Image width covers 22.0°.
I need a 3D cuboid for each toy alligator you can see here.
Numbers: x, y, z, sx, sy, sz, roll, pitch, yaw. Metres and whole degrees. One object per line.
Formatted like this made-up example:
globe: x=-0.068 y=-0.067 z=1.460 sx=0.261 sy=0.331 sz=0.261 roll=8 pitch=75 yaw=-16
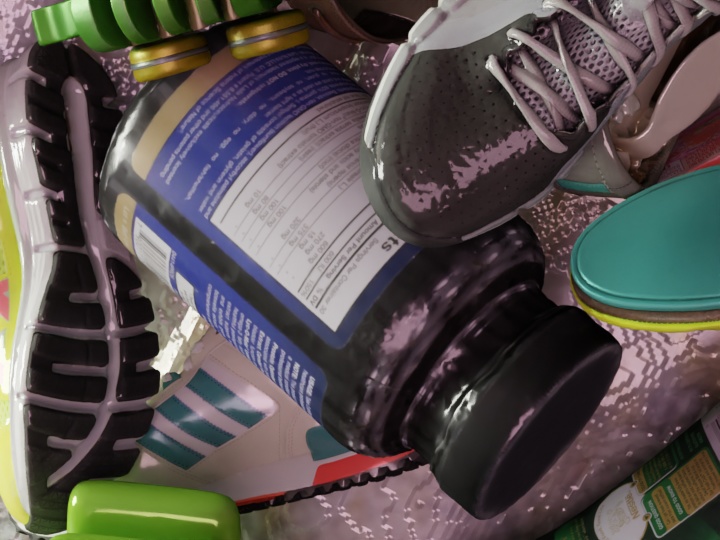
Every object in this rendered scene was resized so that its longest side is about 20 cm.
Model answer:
toy alligator: x=-0.035 y=-0.108 z=0.660 sx=0.198 sy=0.054 sz=0.060 roll=-11 pitch=101 yaw=16

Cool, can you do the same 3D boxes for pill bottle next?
pill bottle: x=0.000 y=0.000 z=0.723 sx=0.200 sy=0.112 sz=0.112 roll=41 pitch=106 yaw=20

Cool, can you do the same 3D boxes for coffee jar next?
coffee jar: x=0.131 y=0.135 z=0.784 sx=0.199 sy=0.086 sz=0.104 roll=-37 pitch=117 yaw=14

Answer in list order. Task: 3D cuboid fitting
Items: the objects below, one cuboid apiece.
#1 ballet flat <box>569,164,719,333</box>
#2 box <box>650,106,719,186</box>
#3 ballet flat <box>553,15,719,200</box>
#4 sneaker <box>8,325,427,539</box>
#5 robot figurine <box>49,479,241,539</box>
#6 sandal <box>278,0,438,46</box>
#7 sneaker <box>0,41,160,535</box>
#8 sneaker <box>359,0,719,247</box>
ballet flat: x=0.175 y=-0.013 z=0.660 sx=0.198 sy=0.067 sz=0.067 roll=-21 pitch=141 yaw=20
box: x=0.220 y=-0.047 z=0.730 sx=0.199 sy=0.095 sz=0.103 roll=-30 pitch=99 yaw=12
ballet flat: x=0.133 y=-0.114 z=0.708 sx=0.067 sy=0.063 sz=0.201 roll=36 pitch=80 yaw=-38
sneaker: x=-0.063 y=0.060 z=0.810 sx=0.198 sy=0.070 sz=0.095 roll=-14 pitch=82 yaw=12
robot figurine: x=-0.088 y=0.187 z=0.744 sx=0.114 sy=0.176 sz=0.202 roll=5 pitch=111 yaw=2
sandal: x=0.010 y=-0.125 z=0.753 sx=0.199 sy=0.057 sz=0.081 roll=16 pitch=105 yaw=2
sneaker: x=-0.142 y=0.011 z=0.781 sx=0.090 sy=0.078 sz=0.203 roll=-11 pitch=76 yaw=33
sneaker: x=0.084 y=-0.089 z=0.606 sx=0.200 sy=0.115 sz=0.075 roll=-45 pitch=98 yaw=-10
